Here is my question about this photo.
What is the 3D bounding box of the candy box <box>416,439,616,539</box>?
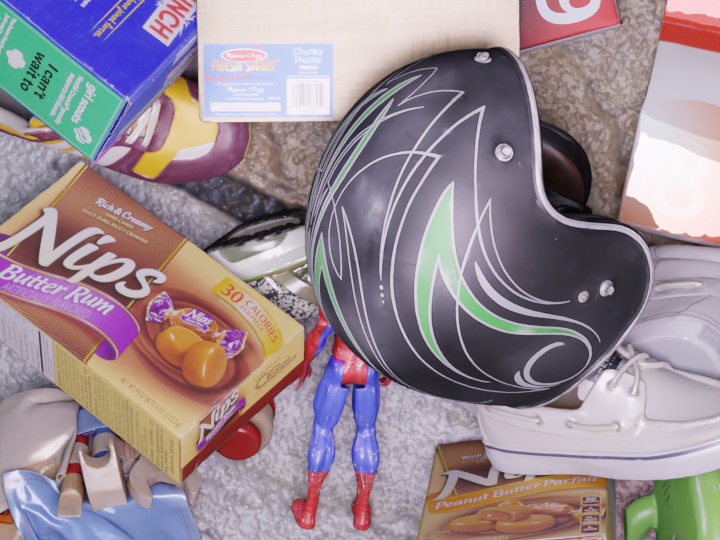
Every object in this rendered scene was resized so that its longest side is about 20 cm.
[{"bbox_3d":[0.098,0.157,1.691,0.115,0.200,0.056,-5,105,7],"label":"candy box"}]

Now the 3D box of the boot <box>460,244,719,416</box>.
[{"bbox_3d":[0.156,0.040,1.747,0.199,0.096,0.074,-11,127,34],"label":"boot"}]

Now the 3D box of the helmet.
[{"bbox_3d":[0.060,-0.027,1.618,0.190,0.200,0.201,33,98,-27],"label":"helmet"}]

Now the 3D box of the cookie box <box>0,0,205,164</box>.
[{"bbox_3d":[-0.186,-0.193,1.716,0.200,0.171,0.075,38,141,2],"label":"cookie box"}]

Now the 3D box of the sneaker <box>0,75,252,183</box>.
[{"bbox_3d":[-0.170,-0.100,1.758,0.199,0.090,0.076,12,96,6],"label":"sneaker"}]

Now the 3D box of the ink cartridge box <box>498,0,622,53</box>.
[{"bbox_3d":[0.058,-0.228,1.727,0.174,0.084,0.201,-15,93,8],"label":"ink cartridge box"}]

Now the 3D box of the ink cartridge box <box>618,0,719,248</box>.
[{"bbox_3d":[0.261,-0.109,1.731,0.161,0.050,0.201,12,99,5],"label":"ink cartridge box"}]

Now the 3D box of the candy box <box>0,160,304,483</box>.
[{"bbox_3d":[-0.145,0.029,1.726,0.200,0.057,0.117,37,59,22],"label":"candy box"}]

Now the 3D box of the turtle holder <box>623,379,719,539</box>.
[{"bbox_3d":[0.240,0.159,1.723,0.131,0.186,0.142,-2,130,-6],"label":"turtle holder"}]

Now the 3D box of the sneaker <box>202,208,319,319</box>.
[{"bbox_3d":[0.000,0.000,1.766,0.199,0.077,0.089,-11,106,12],"label":"sneaker"}]

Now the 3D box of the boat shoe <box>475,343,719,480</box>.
[{"bbox_3d":[0.157,0.080,1.665,0.199,0.071,0.070,-2,120,35],"label":"boat shoe"}]

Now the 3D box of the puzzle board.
[{"bbox_3d":[-0.002,-0.168,1.679,0.198,0.017,0.152,-1,98,1],"label":"puzzle board"}]

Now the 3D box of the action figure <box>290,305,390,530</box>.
[{"bbox_3d":[-0.007,0.068,1.745,0.065,0.052,0.201,5,117,-9],"label":"action figure"}]

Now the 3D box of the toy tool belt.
[{"bbox_3d":[-0.150,0.143,1.753,0.199,0.123,0.125,-12,130,9],"label":"toy tool belt"}]
